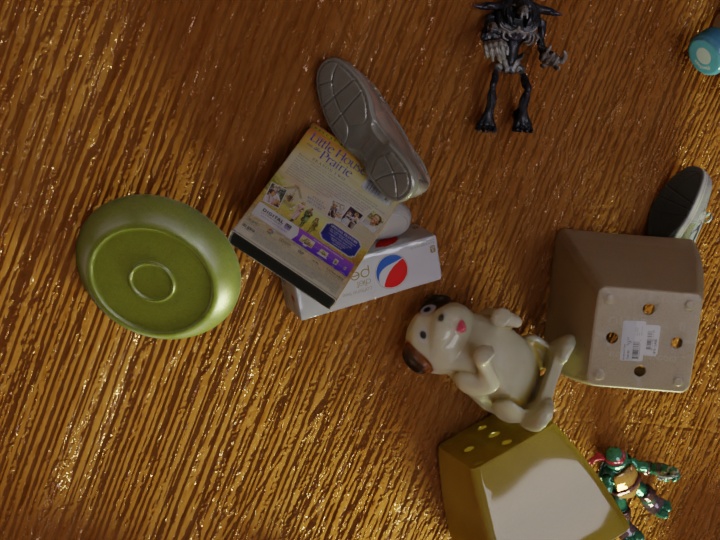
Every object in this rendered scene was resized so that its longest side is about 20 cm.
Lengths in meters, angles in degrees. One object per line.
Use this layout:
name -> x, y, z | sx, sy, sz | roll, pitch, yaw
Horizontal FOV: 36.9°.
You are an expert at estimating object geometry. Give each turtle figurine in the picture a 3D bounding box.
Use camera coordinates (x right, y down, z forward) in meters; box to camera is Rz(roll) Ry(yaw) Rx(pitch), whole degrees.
turtle figurine -> 0.409, 0.327, 1.638 | 0.149, 0.101, 0.200 | -28, 130, 3

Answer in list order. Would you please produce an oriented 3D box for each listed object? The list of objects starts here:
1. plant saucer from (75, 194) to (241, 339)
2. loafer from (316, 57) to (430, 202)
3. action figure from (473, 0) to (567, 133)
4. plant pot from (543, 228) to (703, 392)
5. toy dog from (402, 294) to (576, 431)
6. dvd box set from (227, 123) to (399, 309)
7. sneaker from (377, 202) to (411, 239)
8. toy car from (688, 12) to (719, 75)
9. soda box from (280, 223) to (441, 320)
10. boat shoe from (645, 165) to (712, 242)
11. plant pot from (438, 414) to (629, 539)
plant saucer -> -0.239, 0.006, 1.253 | 0.199, 0.031, 0.201 | 4, 123, 6
loafer -> 0.016, -0.171, 1.317 | 0.063, 0.072, 0.200 | -15, 71, -55
action figure -> 0.201, -0.275, 1.372 | 0.118, 0.102, 0.201 | 1, 107, -11
plant pot -> 0.367, 0.068, 1.463 | 0.199, 0.177, 0.201 | 4, 105, 0
toy dog -> 0.158, 0.108, 1.446 | 0.199, 0.194, 0.140 | 29, 76, -11
dvd box set -> -0.047, -0.069, 1.283 | 0.146, 0.029, 0.200 | 33, 55, -2
sneaker -> -0.026, -0.042, 1.340 | 0.199, 0.100, 0.078 | -7, 135, -16
toy car -> 0.579, -0.267, 1.504 | 0.184, 0.177, 0.201 | -34, 128, -22
soda box -> 0.000, 0.000, 1.387 | 0.199, 0.068, 0.064 | -17, 111, -17
boat shoe -> 0.459, -0.053, 1.563 | 0.065, 0.074, 0.203 | 9, 106, -30
plant pot -> 0.218, 0.304, 1.509 | 0.199, 0.200, 0.177 | -28, 102, -13
